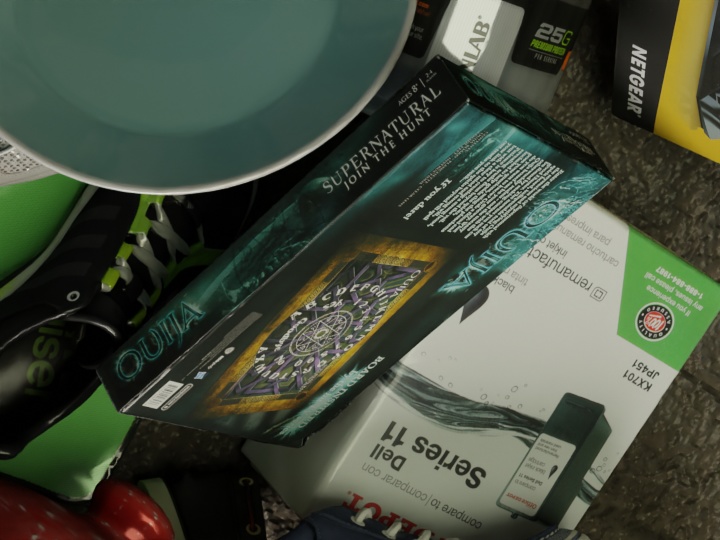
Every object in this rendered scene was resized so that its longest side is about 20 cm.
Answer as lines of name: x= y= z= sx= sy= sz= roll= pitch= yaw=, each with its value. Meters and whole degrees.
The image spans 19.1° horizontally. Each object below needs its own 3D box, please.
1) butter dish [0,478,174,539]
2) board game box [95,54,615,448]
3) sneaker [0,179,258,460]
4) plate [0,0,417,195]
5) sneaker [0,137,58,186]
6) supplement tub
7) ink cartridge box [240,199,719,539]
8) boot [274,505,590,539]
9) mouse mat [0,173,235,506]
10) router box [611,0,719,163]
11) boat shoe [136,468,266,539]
butter dish: x=-0.141 y=0.154 z=0.935 sx=0.148 sy=0.199 sz=0.200 roll=-48 pitch=120 yaw=-19
board game box: x=0.000 y=0.000 z=0.908 sx=0.200 sy=0.028 sz=0.135 roll=-41 pitch=151 yaw=18
sneaker: x=-0.109 y=0.016 z=0.934 sx=0.200 sy=0.083 sz=0.072 roll=-46 pitch=121 yaw=-12
plate: x=-0.076 y=-0.117 z=0.877 sx=0.200 sy=0.200 sz=0.026 roll=-30 pitch=160 yaw=-12
sneaker: x=-0.192 y=-0.060 z=0.873 sx=0.199 sy=0.082 sz=0.075 roll=-2 pitch=107 yaw=-20
supplement tub: x=0.054 y=-0.161 z=0.932 sx=0.122 sy=0.123 sz=0.200 roll=16 pitch=103 yaw=-29
ink cartridge box: x=0.060 y=0.051 z=1.038 sx=0.146 sy=0.083 sz=0.200 roll=29 pitch=97 yaw=-30
boot: x=0.022 y=0.137 z=0.966 sx=0.200 sy=0.073 sz=0.090 roll=-23 pitch=76 yaw=-43
mouse mat: x=-0.168 y=0.009 z=0.961 sx=0.200 sy=0.008 sz=0.161 roll=25 pitch=97 yaw=-31
router box: x=0.195 y=-0.109 z=0.948 sx=0.052 sy=0.157 sz=0.200 roll=-56 pitch=161 yaw=-23
boat shoe: x=-0.050 y=0.178 z=0.977 sx=0.063 sy=0.202 sz=0.074 roll=-8 pitch=144 yaw=-17
